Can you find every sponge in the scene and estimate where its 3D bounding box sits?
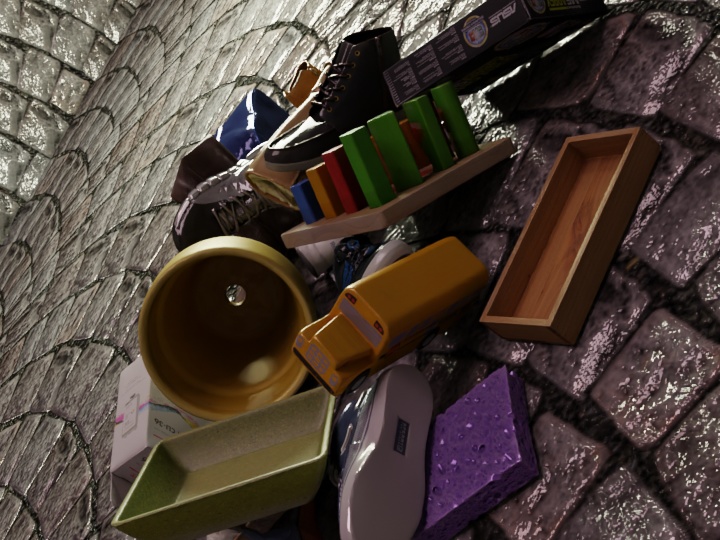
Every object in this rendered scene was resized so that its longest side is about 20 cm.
[{"bbox_3d":[0.067,0.180,0.969,0.200,0.030,0.112,-42,28,25],"label":"sponge"}]

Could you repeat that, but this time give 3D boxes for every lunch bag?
[{"bbox_3d":[-0.146,-0.149,1.593,0.132,0.135,0.201,-43,27,20],"label":"lunch bag"}]

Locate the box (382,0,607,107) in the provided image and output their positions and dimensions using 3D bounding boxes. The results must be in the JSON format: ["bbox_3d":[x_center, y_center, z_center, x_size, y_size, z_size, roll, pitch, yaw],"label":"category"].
[{"bbox_3d":[0.145,-0.246,1.218,0.199,0.045,0.159,-28,-6,42],"label":"box"}]

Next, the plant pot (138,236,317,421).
[{"bbox_3d":[-0.149,0.051,1.321,0.201,0.200,0.189,-50,11,9],"label":"plant pot"}]

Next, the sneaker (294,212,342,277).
[{"bbox_3d":[-0.034,-0.073,1.413,0.086,0.075,0.201,-26,37,16],"label":"sneaker"}]

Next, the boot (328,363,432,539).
[{"bbox_3d":[0.007,0.178,0.973,0.090,0.072,0.201,-41,19,40],"label":"boot"}]

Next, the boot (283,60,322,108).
[{"bbox_3d":[-0.035,-0.181,1.432,0.071,0.143,0.202,-46,27,26],"label":"boot"}]

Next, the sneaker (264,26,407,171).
[{"bbox_3d":[-0.034,-0.194,1.267,0.199,0.107,0.075,-31,31,-19],"label":"sneaker"}]

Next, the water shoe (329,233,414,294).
[{"bbox_3d":[0.000,0.000,1.147,0.071,0.079,0.200,-38,-9,-16],"label":"water shoe"}]

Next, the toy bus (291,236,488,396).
[{"bbox_3d":[0.030,0.039,1.032,0.199,0.065,0.079,-26,-24,-45],"label":"toy bus"}]

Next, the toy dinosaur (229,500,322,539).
[{"bbox_3d":[-0.049,0.278,1.040,0.198,0.106,0.183,7,49,24],"label":"toy dinosaur"}]

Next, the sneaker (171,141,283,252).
[{"bbox_3d":[-0.136,-0.087,1.384,0.200,0.075,0.115,-45,35,-21],"label":"sneaker"}]

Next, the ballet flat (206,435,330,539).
[{"bbox_3d":[-0.116,0.242,1.160,0.200,0.067,0.068,-50,25,11],"label":"ballet flat"}]

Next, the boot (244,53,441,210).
[{"bbox_3d":[-0.016,-0.150,1.348,0.201,0.173,0.066,-59,-19,-25],"label":"boot"}]

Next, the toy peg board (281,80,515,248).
[{"bbox_3d":[0.023,-0.119,1.215,0.199,0.099,0.198,-30,12,-32],"label":"toy peg board"}]

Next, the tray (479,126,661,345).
[{"bbox_3d":[0.188,-0.031,1.007,0.098,0.037,0.202,-1,58,59],"label":"tray"}]

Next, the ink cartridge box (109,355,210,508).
[{"bbox_3d":[-0.226,0.202,1.323,0.067,0.116,0.201,-36,36,24],"label":"ink cartridge box"}]

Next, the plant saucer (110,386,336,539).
[{"bbox_3d":[-0.111,0.185,1.045,0.197,0.048,0.200,-19,12,6],"label":"plant saucer"}]

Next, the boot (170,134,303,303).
[{"bbox_3d":[-0.181,-0.052,1.465,0.188,0.199,0.064,-60,27,-12],"label":"boot"}]
